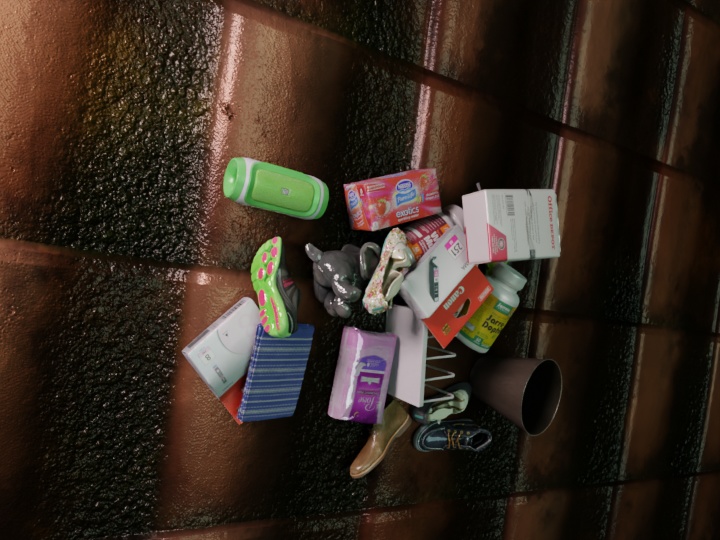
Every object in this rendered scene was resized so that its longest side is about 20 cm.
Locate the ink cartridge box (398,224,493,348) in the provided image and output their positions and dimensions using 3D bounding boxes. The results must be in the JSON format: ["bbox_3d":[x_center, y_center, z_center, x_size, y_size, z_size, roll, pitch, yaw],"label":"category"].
[{"bbox_3d":[0.191,0.034,1.323,0.200,0.043,0.174,-44,99,-24],"label":"ink cartridge box"}]

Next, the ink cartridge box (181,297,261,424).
[{"bbox_3d":[-0.228,0.181,1.220,0.162,0.057,0.202,-42,111,-23],"label":"ink cartridge box"}]

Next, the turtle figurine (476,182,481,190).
[{"bbox_3d":[0.305,-0.095,1.456,0.192,0.197,0.147,-22,131,-50],"label":"turtle figurine"}]

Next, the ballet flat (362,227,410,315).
[{"bbox_3d":[0.067,0.002,1.257,0.076,0.063,0.203,43,57,-39],"label":"ballet flat"}]

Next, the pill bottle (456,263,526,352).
[{"bbox_3d":[0.309,0.084,1.484,0.111,0.113,0.203,22,107,-32],"label":"pill bottle"}]

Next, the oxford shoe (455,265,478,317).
[{"bbox_3d":[0.222,0.039,1.501,0.072,0.071,0.204,21,84,-6],"label":"oxford shoe"}]

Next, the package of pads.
[{"bbox_3d":[0.004,0.228,1.360,0.118,0.075,0.205,12,89,-31],"label":"package of pads"}]

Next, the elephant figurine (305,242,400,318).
[{"bbox_3d":[0.000,0.000,1.311,0.198,0.141,0.158,-31,143,-30],"label":"elephant figurine"}]

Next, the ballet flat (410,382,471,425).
[{"bbox_3d":[0.214,0.329,1.514,0.196,0.072,0.075,-13,102,-32],"label":"ballet flat"}]

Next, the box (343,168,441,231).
[{"bbox_3d":[0.072,-0.156,1.350,0.196,0.095,0.102,-16,103,-31],"label":"box"}]

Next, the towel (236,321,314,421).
[{"bbox_3d":[-0.169,0.202,1.250,0.143,0.024,0.205,6,102,-45],"label":"towel"}]

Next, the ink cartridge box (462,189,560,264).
[{"bbox_3d":[0.322,-0.094,1.321,0.196,0.084,0.149,-4,89,-28],"label":"ink cartridge box"}]

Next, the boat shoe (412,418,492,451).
[{"bbox_3d":[0.227,0.407,1.517,0.196,0.090,0.073,-3,97,-33],"label":"boat shoe"}]

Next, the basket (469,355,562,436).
[{"bbox_3d":[0.374,0.289,1.536,0.134,0.198,0.185,21,83,-32],"label":"basket"}]

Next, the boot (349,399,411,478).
[{"bbox_3d":[0.032,0.377,1.404,0.200,0.073,0.076,-45,110,-31],"label":"boot"}]

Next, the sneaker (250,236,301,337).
[{"bbox_3d":[-0.162,0.034,1.216,0.083,0.075,0.205,22,57,-57],"label":"sneaker"}]

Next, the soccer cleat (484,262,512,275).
[{"bbox_3d":[0.351,0.010,1.573,0.080,0.067,0.205,3,104,-49],"label":"soccer cleat"}]

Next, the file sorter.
[{"bbox_3d":[0.140,0.183,1.409,0.122,0.138,0.206,0,96,-35],"label":"file sorter"}]

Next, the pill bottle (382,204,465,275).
[{"bbox_3d":[0.154,-0.066,1.406,0.198,0.109,0.112,-32,111,-26],"label":"pill bottle"}]

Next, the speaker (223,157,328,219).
[{"bbox_3d":[-0.161,-0.157,1.204,0.196,0.088,0.091,11,90,-33],"label":"speaker"}]
